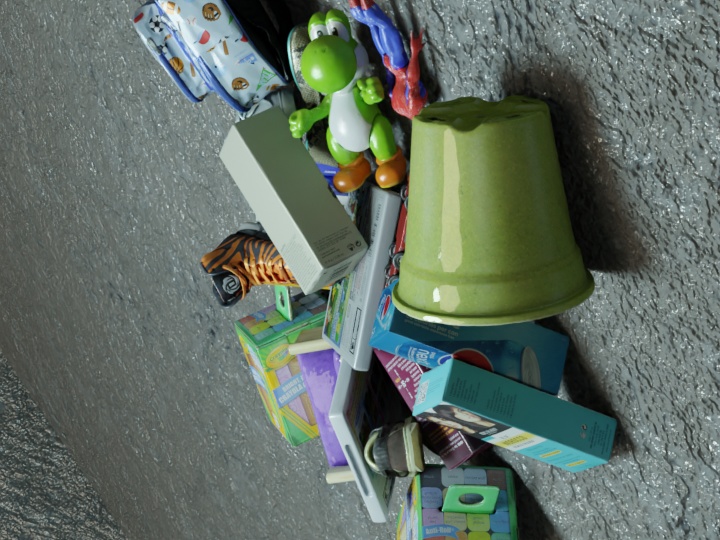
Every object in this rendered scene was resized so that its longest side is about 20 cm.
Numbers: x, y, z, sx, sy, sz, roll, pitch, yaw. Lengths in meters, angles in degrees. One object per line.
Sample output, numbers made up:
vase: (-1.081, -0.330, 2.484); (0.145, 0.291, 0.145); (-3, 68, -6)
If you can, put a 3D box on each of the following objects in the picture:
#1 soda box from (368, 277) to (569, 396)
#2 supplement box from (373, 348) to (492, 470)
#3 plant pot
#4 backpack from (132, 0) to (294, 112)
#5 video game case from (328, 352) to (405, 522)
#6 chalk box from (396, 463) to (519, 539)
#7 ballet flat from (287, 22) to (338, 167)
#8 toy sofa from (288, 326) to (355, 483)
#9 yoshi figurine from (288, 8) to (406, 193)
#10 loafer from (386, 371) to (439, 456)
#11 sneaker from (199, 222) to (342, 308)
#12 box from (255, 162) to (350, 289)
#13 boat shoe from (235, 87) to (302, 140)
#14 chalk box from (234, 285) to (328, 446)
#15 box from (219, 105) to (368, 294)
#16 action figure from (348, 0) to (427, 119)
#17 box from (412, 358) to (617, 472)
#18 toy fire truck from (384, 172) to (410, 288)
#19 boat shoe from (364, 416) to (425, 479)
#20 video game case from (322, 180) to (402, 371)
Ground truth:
soda box: (0.115, 0.075, 1.542); (0.199, 0.068, 0.064); (21, 158, -13)
supplement box: (0.103, 0.111, 1.683); (0.201, 0.110, 0.086); (58, 154, 9)
plant pot: (0.121, -0.067, 1.414); (0.200, 0.199, 0.186); (19, 120, 55)
backpack: (-0.163, -0.276, 1.702); (0.191, 0.154, 0.200); (49, -161, -13)
video game case: (0.012, 0.176, 1.813); (0.024, 0.201, 0.183); (-9, 126, 17)
chalk box: (0.120, 0.316, 1.786); (0.200, 0.123, 0.124); (104, 167, -56)
ballet flat: (-0.033, -0.199, 1.704); (0.075, 0.068, 0.201); (21, 142, 25)
toy sofa: (-0.026, 0.174, 1.869); (0.082, 0.098, 0.201); (-9, 110, 17)
yoshi figurine: (-0.019, -0.180, 1.604); (0.112, 0.112, 0.201); (31, 143, 63)
loafer: (0.081, 0.141, 1.794); (0.201, 0.076, 0.068); (56, 160, 13)
sneaker: (-0.115, 0.006, 1.761); (0.199, 0.112, 0.078); (9, 129, 47)
box: (-0.072, -0.056, 1.846); (0.201, 0.118, 0.042); (94, -179, -50)
boat shoe: (-0.116, -0.182, 1.789); (0.201, 0.071, 0.071); (-147, 45, -76)
chalk box: (-0.085, 0.109, 1.974); (0.201, 0.123, 0.124); (70, 168, -18)
box: (-0.078, -0.080, 1.667); (0.201, 0.068, 0.082); (59, 153, 11)
action figure: (0.036, -0.231, 1.547); (0.065, 0.052, 0.201); (21, 138, 61)
box: (0.162, 0.155, 1.545); (0.199, 0.049, 0.082); (21, 158, -14)
toy fire truck: (0.099, 0.000, 1.591); (0.049, 0.140, 0.201); (-107, 27, -72)
boat shoe: (0.037, 0.208, 1.720); (0.201, 0.065, 0.072); (112, 155, -83)
video game case: (0.000, 0.000, 1.700); (0.182, 0.022, 0.201); (-146, 66, -74)
